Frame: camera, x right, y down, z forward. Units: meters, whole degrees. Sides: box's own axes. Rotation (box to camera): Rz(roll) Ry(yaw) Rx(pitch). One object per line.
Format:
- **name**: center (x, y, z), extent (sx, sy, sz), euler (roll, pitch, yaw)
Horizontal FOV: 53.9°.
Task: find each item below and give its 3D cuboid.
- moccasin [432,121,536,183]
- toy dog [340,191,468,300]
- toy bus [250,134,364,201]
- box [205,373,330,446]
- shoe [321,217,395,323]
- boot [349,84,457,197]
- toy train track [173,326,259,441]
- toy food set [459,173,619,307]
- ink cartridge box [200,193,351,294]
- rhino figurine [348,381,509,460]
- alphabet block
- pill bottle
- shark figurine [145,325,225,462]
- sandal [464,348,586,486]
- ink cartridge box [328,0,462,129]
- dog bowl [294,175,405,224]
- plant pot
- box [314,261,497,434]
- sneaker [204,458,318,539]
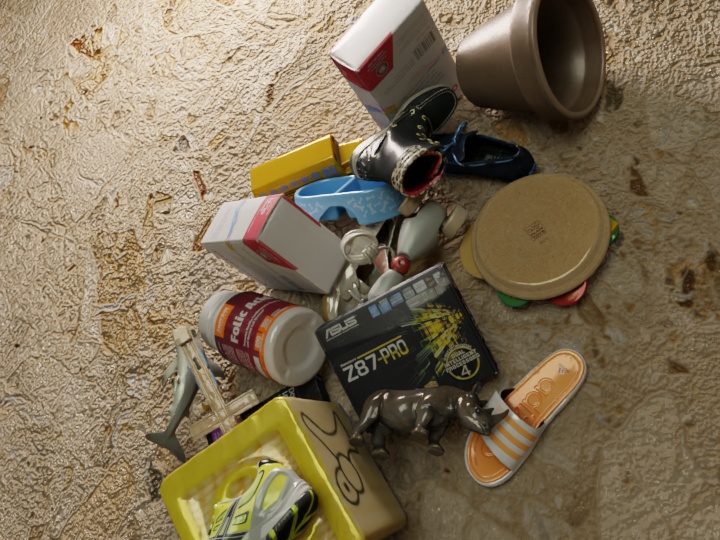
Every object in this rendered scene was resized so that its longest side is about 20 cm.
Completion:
- **moccasin**: center (0.173, -0.188, 1.081), extent (0.198, 0.068, 0.081), euler (11, 71, 35)
- **toy dog**: center (0.068, -0.031, 1.039), extent (0.199, 0.096, 0.132), euler (-37, 82, -12)
- **toy bus**: center (-0.083, -0.169, 1.202), extent (0.198, 0.078, 0.066), euler (-20, 57, 18)
- **box**: center (-0.122, 0.257, 1.028), extent (0.199, 0.036, 0.144), euler (-31, 55, 8)
- **shoe**: center (0.000, 0.000, 1.071), extent (0.053, 0.070, 0.202), euler (0, 62, 49)
- **boot**: center (0.094, -0.188, 1.038), extent (0.203, 0.074, 0.154), euler (-40, 33, -9)
- **toy train track**: center (-0.224, 0.174, 1.035), extent (0.114, 0.033, 0.201), euler (-31, 77, 5)
- **toy food set**: center (0.247, -0.043, 0.980), extent (0.200, 0.049, 0.198), euler (-48, 54, -2)
- **ink cartridge box**: center (-0.132, -0.038, 1.078), extent (0.199, 0.147, 0.086), euler (5, 63, 55)
- **rhino figurine**: center (0.086, 0.181, 0.883), extent (0.198, 0.060, 0.088), euler (-10, 37, 21)
- **alphabet block**: center (-0.086, 0.286, 0.866), extent (0.196, 0.200, 0.196), euler (-38, 69, 6)
- **pill bottle**: center (-0.151, 0.094, 1.066), extent (0.199, 0.114, 0.115), euler (12, 70, 45)
- **shark figurine**: center (-0.258, 0.179, 1.107), extent (0.128, 0.089, 0.217), euler (-30, 48, 47)
- **sandal**: center (0.198, 0.172, 0.886), extent (0.207, 0.059, 0.079), euler (-50, 53, -3)
- **ink cartridge box**: center (0.062, -0.314, 1.115), extent (0.148, 0.200, 0.086), euler (-48, 53, -3)
- **dog bowl**: center (-0.018, -0.114, 1.121), extent (0.198, 0.050, 0.112), euler (-3, 25, 27)
- **plant pot**: center (0.243, -0.314, 1.058), extent (0.174, 0.200, 0.202), euler (-1, 63, 49)
- **box**: center (0.061, 0.105, 0.952), extent (0.198, 0.049, 0.163), euler (-27, 91, 13)
- **sneaker**: center (-0.132, 0.288, 0.743), extent (0.200, 0.076, 0.076), euler (-45, 62, -8)
